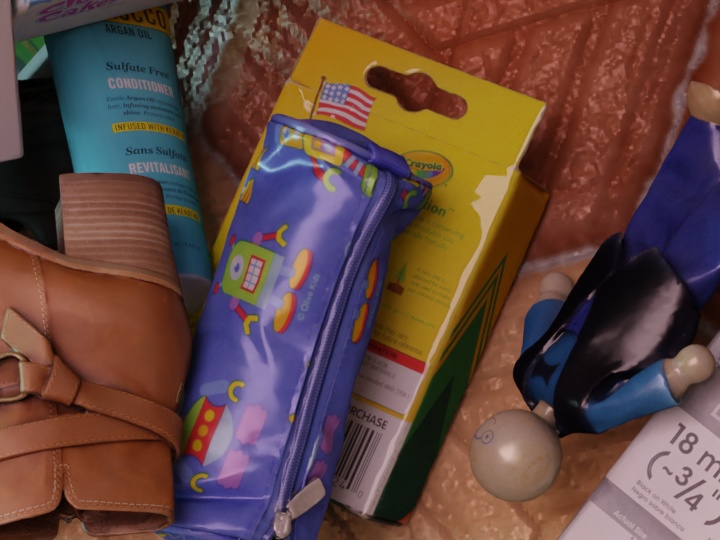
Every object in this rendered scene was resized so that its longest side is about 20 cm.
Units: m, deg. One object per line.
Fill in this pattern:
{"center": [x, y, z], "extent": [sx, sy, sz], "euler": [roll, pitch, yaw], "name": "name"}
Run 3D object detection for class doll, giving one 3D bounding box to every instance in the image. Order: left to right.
{"center": [0.113, 0.014, 1.100], "extent": [0.200, 0.048, 0.136], "euler": [-56, 28, -7], "name": "doll"}

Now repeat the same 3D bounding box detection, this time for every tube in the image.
{"center": [-0.110, -0.075, 1.187], "extent": [0.050, 0.077, 0.200], "euler": [-35, 59, 40], "name": "tube"}

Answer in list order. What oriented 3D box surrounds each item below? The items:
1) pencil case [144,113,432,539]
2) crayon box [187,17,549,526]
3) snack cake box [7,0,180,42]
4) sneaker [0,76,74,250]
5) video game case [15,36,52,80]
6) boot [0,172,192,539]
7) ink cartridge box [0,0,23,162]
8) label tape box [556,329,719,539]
{"center": [-0.032, 0.034, 1.105], "extent": [0.087, 0.078, 0.200], "euler": [13, 84, 52], "name": "pencil case"}
{"center": [0.000, 0.000, 1.171], "extent": [0.127, 0.051, 0.200], "euler": [24, 89, 24], "name": "crayon box"}
{"center": [-0.142, -0.212, 1.162], "extent": [0.115, 0.067, 0.200], "euler": [-18, 84, -28], "name": "snack cake box"}
{"center": [-0.215, -0.041, 1.250], "extent": [0.200, 0.076, 0.091], "euler": [-2, 104, 32], "name": "sneaker"}
{"center": [-0.180, -0.203, 1.298], "extent": [0.182, 0.022, 0.200], "euler": [-48, 68, 6], "name": "video game case"}
{"center": [-0.170, 0.041, 1.071], "extent": [0.200, 0.074, 0.155], "euler": [-5, 69, 1], "name": "boot"}
{"center": [-0.221, -0.153, 1.123], "extent": [0.145, 0.084, 0.200], "euler": [29, 128, 48], "name": "ink cartridge box"}
{"center": [0.191, 0.093, 1.074], "extent": [0.144, 0.063, 0.200], "euler": [39, 94, 22], "name": "label tape box"}
